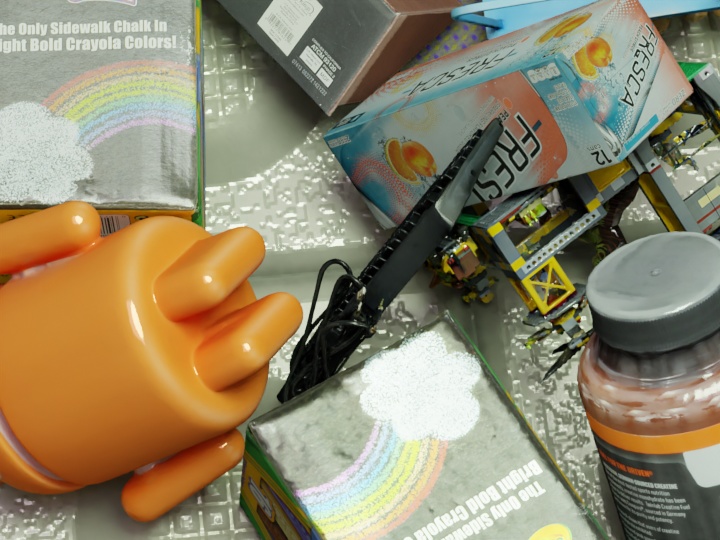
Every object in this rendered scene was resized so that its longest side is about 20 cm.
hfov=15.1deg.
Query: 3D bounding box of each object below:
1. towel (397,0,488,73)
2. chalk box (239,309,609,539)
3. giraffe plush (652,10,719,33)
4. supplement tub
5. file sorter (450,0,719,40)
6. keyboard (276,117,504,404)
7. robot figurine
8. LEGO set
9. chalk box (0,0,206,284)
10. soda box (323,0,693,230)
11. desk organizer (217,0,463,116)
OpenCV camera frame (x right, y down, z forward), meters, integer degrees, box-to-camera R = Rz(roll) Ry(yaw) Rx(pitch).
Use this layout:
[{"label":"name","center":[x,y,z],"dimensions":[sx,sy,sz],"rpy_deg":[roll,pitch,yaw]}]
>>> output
[{"label":"towel","center":[0.035,-0.189,1.503],"dimensions":[0.144,0.023,0.200],"rpy_deg":[-44,70,22]},{"label":"chalk box","center":[0.043,0.147,1.355],"dimensions":[0.125,0.124,0.200],"rpy_deg":[-29,73,-15]},{"label":"giraffe plush","center":[0.160,-0.219,1.514],"dimensions":[0.200,0.172,0.163],"rpy_deg":[9,75,-37]},{"label":"supplement tub","center":[0.167,0.082,1.318],"dimensions":[0.107,0.200,0.107],"rpy_deg":[-15,32,9]},{"label":"file sorter","center":[0.107,-0.228,1.380],"dimensions":[0.138,0.123,0.200],"rpy_deg":[-7,89,17]},{"label":"keyboard","center":[0.000,0.000,1.360],"dimensions":[0.040,0.200,0.104],"rpy_deg":[32,49,-5]},{"label":"robot figurine","center":[-0.126,0.046,1.367],"dimensions":[0.200,0.144,0.117],"rpy_deg":[-22,52,30]},{"label":"LEGO set","center":[0.133,-0.021,1.425],"dimensions":[0.200,0.154,0.116],"rpy_deg":[-39,105,-19]},{"label":"chalk box","center":[-0.144,-0.099,1.446],"dimensions":[0.124,0.124,0.200],"rpy_deg":[0,67,-2]},{"label":"soda box","center":[0.071,-0.078,1.376],"dimensions":[0.068,0.200,0.064],"rpy_deg":[-42,105,-33]},{"label":"desk organizer","center":[-0.043,-0.180,1.487],"dimensions":[0.200,0.072,0.077],"rpy_deg":[47,29,19]}]
